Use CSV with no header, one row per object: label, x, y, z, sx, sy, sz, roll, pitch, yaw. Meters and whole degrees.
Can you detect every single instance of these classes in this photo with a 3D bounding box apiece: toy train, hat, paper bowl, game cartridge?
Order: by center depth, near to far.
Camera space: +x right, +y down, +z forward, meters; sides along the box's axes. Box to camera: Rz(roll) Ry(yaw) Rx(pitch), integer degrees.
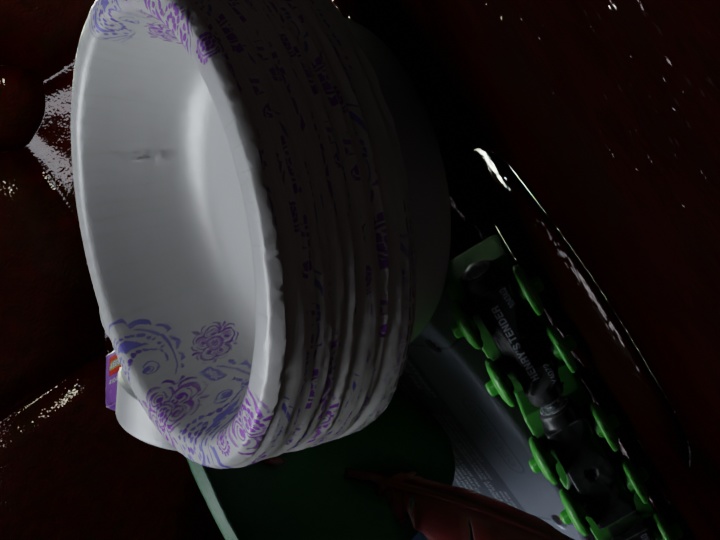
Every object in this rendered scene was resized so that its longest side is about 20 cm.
paper bowl,-0.037,-0.028,0.821,0.201,0.104,0.202,38,135,52
toy train,0.091,0.072,0.841,0.201,0.042,0.056,59,-174,-23
hat,0.029,0.073,0.934,0.201,0.175,0.166,60,-169,-30
game cartridge,0.045,0.064,0.972,0.133,0.040,0.200,9,141,55

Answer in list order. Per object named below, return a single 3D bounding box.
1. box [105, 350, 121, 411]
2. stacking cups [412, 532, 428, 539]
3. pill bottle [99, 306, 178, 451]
box,-0.038,0.074,1.228,0.199,0.136,0.039,26,-132,-40
stacking cups,0.038,0.155,1.028,0.199,0.061,0.061,28,166,19
pill bottle,-0.077,-0.014,1.039,0.113,0.112,0.202,-130,45,-62
